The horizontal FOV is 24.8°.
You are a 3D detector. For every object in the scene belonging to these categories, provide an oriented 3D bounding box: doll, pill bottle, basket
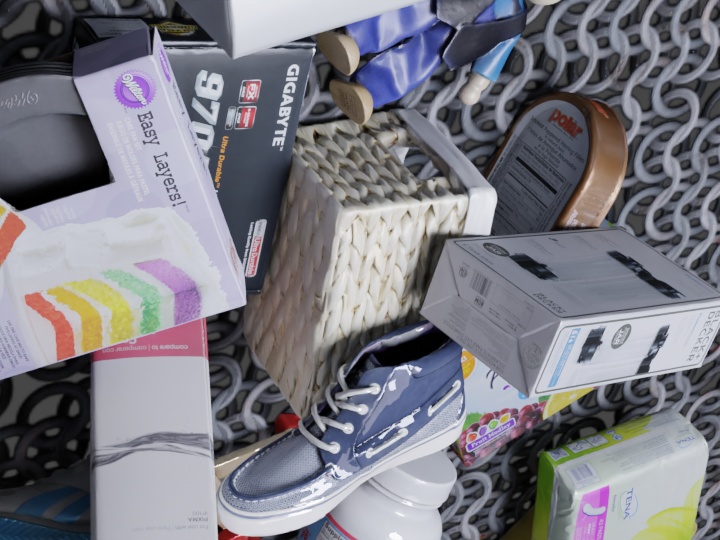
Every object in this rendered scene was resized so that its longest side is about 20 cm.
[{"bbox_3d":[0.067,-0.175,1.166,0.200,0.048,0.137,-30,126,-20],"label":"doll"},{"bbox_3d":[0.001,0.236,1.382,0.108,0.109,0.201,11,114,-39],"label":"pill bottle"},{"bbox_3d":[0.000,0.000,1.190,0.123,0.136,0.201,-8,126,-27],"label":"basket"}]

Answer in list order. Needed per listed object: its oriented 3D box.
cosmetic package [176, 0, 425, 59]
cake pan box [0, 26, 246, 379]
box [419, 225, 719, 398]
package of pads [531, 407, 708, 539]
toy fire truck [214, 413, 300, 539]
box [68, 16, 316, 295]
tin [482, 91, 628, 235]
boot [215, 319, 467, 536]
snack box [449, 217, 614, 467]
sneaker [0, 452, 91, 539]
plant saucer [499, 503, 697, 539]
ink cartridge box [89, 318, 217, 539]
[{"bbox_3d":[-0.033,-0.238,0.945,0.199,0.199,0.123,-19,130,-21],"label":"cosmetic package"},{"bbox_3d":[-0.186,-0.042,1.037,0.183,0.052,0.201,-17,122,0],"label":"cake pan box"},{"bbox_3d":[0.153,0.025,1.146,0.200,0.117,0.060,-6,124,-45],"label":"box"},{"bbox_3d":[0.234,0.232,1.497,0.154,0.068,0.201,-17,130,-23],"label":"package of pads"},{"bbox_3d":[-0.117,0.194,1.313,0.199,0.049,0.142,-7,125,-29],"label":"toy fire truck"},{"bbox_3d":[-0.127,-0.073,1.111,0.158,0.046,0.201,-4,123,-30],"label":"box"},{"bbox_3d":[0.131,-0.044,1.262,0.042,0.112,0.200,14,112,-40],"label":"tin"},{"bbox_3d":[-0.014,0.101,1.120,0.200,0.073,0.091,-26,134,-27],"label":"boot"},{"bbox_3d":[0.147,0.060,1.390,0.200,0.053,0.143,-31,132,-11],"label":"snack box"},{"bbox_3d":[-0.211,0.181,1.226,0.199,0.081,0.077,0,133,-10],"label":"sneaker"},{"bbox_3d":[0.209,0.271,1.591,0.200,0.048,0.200,-45,135,4],"label":"plant saucer"},{"bbox_3d":[-0.143,0.144,1.121,0.082,0.201,0.147,-1,145,-9],"label":"ink cartridge box"}]
